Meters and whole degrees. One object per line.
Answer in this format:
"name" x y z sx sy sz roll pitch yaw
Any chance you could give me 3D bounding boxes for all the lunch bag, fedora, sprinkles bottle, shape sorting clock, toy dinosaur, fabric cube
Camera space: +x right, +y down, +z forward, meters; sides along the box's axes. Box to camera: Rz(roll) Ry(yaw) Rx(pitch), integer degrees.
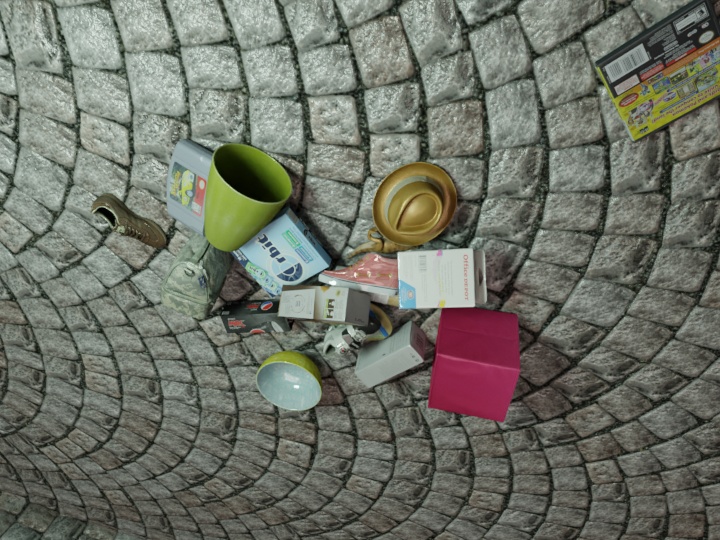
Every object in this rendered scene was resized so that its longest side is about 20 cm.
"lunch bag" -0.400 -0.007 1.365 0.137 0.202 0.170 20 129 -6
"fedora" 0.122 -0.134 1.210 0.195 0.082 0.205 0 114 0
"sprinkles bottle" 0.026 0.042 1.393 0.195 0.069 0.069 14 128 2
"shape sorting clock" -0.009 0.127 1.460 0.195 0.040 0.202 10 144 8
"toy dinosaur" 0.042 -0.063 1.319 0.195 0.061 0.108 -5 126 15
"fabric cube" 0.285 0.229 1.395 0.194 0.202 0.200 8 128 8

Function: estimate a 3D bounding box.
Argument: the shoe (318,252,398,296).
"shoe" 0.000 0.000 1.318 0.195 0.071 0.093 10 92 8

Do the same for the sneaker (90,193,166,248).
"sneaker" -0.597 -0.110 1.409 0.198 0.076 0.070 37 125 -15

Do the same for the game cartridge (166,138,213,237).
"game cartridge" -0.397 -0.196 1.295 0.132 0.041 0.203 31 121 21

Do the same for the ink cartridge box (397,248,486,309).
"ink cartridge box" 0.192 0.020 1.277 0.195 0.125 0.132 -1 89 13

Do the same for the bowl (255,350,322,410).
"bowl" -0.197 0.301 1.605 0.195 0.109 0.204 5 126 7

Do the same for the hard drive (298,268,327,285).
"hard drive" -0.198 -0.032 1.407 0.139 0.038 0.200 -36 111 31

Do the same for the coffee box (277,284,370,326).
"coffee box" -0.088 0.085 1.332 0.196 0.082 0.114 1 169 30

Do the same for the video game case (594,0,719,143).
"video game case" 0.564 -0.362 1.012 0.198 0.026 0.181 -28 115 27

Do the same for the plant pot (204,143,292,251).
"plant pot" -0.276 -0.146 1.244 0.185 0.189 0.201 29 127 -11

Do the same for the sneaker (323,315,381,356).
"sneaker" -0.024 0.179 1.427 0.074 0.090 0.198 37 138 -25

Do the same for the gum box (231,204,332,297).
"gum box" -0.196 -0.041 1.348 0.197 0.045 0.171 -26 117 28

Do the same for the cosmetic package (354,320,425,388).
"cosmetic package" 0.081 0.230 1.500 0.198 0.103 0.074 -31 115 28

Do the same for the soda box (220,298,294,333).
"soda box" -0.283 0.127 1.524 0.195 0.064 0.072 -3 126 15
